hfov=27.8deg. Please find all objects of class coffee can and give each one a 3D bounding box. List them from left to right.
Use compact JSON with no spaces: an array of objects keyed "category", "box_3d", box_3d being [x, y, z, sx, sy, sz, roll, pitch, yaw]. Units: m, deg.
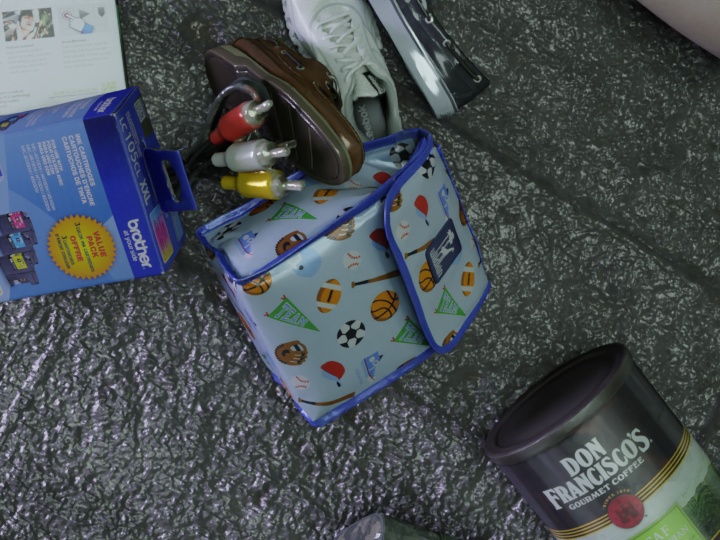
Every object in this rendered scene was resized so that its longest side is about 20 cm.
[{"category":"coffee can","box_3d":[0.222,0.182,1.220,0.146,0.146,0.200,-40,97,-7]}]

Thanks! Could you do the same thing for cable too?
[{"category":"cable","box_3d":[-0.127,-0.087,1.142,0.200,0.050,0.097,-15,96,36]}]

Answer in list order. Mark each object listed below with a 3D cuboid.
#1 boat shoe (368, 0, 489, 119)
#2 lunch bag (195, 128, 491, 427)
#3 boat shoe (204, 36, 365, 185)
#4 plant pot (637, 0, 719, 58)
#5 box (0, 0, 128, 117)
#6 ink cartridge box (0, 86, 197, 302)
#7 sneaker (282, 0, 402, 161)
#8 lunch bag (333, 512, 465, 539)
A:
[{"category":"boat shoe","box_3d":[0.045,-0.225,1.215,0.066,0.070,0.200,-29,98,4]},{"category":"lunch bag","box_3d":[0.000,0.000,1.169,0.200,0.124,0.170,-31,125,-11]},{"category":"boat shoe","box_3d":[-0.047,-0.138,1.153,0.068,0.200,0.072,-25,136,-24]},{"category":"plant pot","box_3d":[0.273,-0.292,1.216,0.200,0.187,0.187,26,87,5]},{"category":"box","box_3d":[-0.270,-0.225,1.178,0.144,0.036,0.200,-7,94,-9]},{"category":"ink cartridge box","box_3d":[-0.223,-0.059,1.126,0.200,0.076,0.137,-11,112,11]},{"category":"sneaker","box_3d":[-0.007,-0.173,1.208,0.075,0.081,0.200,-22,93,-7]},{"category":"lunch bag","box_3d":[0.049,0.310,1.178,0.168,0.139,0.200,23,57,-18]}]
